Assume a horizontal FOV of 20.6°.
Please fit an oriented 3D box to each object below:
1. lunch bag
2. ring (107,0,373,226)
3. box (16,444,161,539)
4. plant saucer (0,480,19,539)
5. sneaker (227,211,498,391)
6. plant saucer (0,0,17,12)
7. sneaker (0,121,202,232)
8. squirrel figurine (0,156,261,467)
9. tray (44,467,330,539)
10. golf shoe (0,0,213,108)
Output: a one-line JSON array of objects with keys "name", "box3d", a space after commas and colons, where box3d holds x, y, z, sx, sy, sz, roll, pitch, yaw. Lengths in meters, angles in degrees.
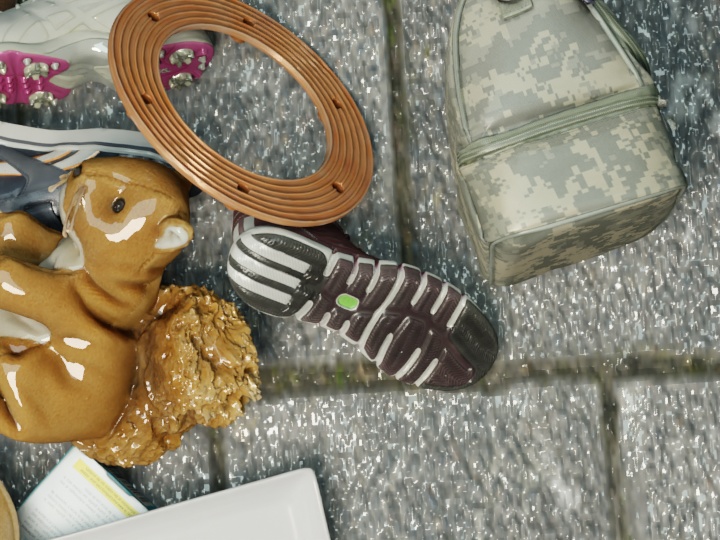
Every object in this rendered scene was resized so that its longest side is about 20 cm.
[{"name": "lunch bag", "box3d": [0.117, -0.096, 1.255, 0.139, 0.200, 0.168, -20, 81, 2]}, {"name": "ring", "box3d": [-0.079, -0.106, 1.299, 0.201, 0.200, 0.019, 51, 126, 10]}, {"name": "box", "box3d": [-0.222, 0.217, 1.314, 0.082, 0.049, 0.200, 41, 87, 9]}, {"name": "plant saucer", "box3d": [-0.312, 0.193, 1.257, 0.199, 0.035, 0.201, -2, 49, 3]}, {"name": "sneaker", "box3d": [0.000, 0.000, 1.319, 0.200, 0.116, 0.076, 27, 111, -23]}, {"name": "plant saucer", "box3d": [-0.339, -0.187, 1.374, 0.200, 0.037, 0.201, -3, 70, 9]}, {"name": "sneaker", "box3d": [-0.197, -0.053, 1.340, 0.199, 0.078, 0.080, 5, 73, 17]}, {"name": "squirrel figurine", "box3d": [-0.153, 0.024, 1.279, 0.200, 0.142, 0.187, 35, 104, -15]}, {"name": "tray", "box3d": [-0.115, 0.202, 1.286, 0.199, 0.022, 0.108, -14, 100, -10]}, {"name": "golf shoe", "box3d": [-0.203, -0.164, 1.348, 0.199, 0.075, 0.092, -6, 69, -21]}]
